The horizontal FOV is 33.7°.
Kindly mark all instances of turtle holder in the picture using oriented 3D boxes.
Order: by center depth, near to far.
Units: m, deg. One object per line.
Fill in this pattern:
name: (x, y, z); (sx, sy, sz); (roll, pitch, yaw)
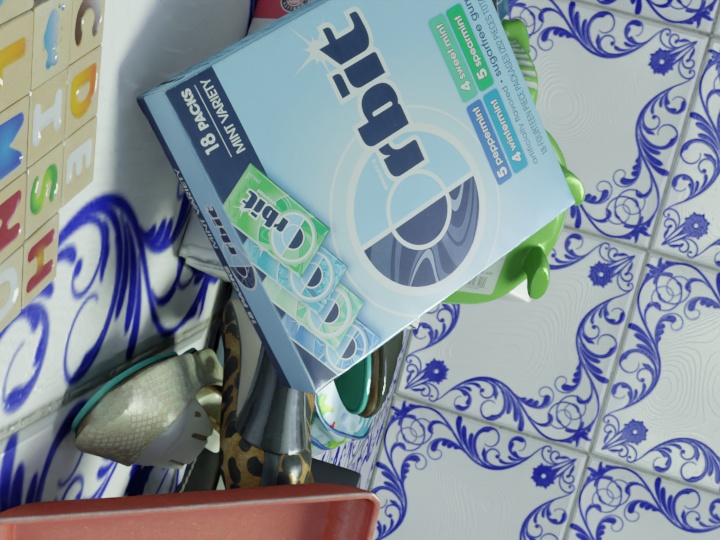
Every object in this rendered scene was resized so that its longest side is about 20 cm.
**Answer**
turtle holder: (0.073, -0.075, 0.863); (0.132, 0.139, 0.188); (-114, -173, -56)

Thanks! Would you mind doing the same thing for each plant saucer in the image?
plant saucer: (-0.102, 0.189, 0.629); (0.037, 0.197, 0.202); (-118, -146, -53)

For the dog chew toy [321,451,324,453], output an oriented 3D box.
dog chew toy: (-0.043, 0.101, 1.089); (0.201, 0.123, 0.125); (110, 2, -48)

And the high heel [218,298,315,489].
high heel: (-0.061, 0.091, 0.731); (0.200, 0.070, 0.145); (135, -35, -79)

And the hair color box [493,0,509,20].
hair color box: (0.043, -0.266, 0.796); (0.061, 0.098, 0.203); (-54, 140, -66)

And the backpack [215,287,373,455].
backpack: (-0.039, 0.039, 0.919); (0.202, 0.152, 0.163); (-60, 155, -5)

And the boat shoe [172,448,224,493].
boat shoe: (-0.134, 0.194, 0.767); (0.072, 0.060, 0.204); (115, -6, -61)

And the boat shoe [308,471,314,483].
boat shoe: (-0.072, 0.206, 1.036); (0.202, 0.064, 0.071); (62, 25, -15)

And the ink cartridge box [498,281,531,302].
ink cartridge box: (0.060, -0.035, 1.131); (0.199, 0.145, 0.084); (4, -107, 59)

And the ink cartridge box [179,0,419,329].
ink cartridge box: (-0.012, -0.079, 0.743); (0.085, 0.144, 0.203); (30, 75, -55)

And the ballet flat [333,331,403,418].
ballet flat: (0.000, 0.000, 0.805); (0.068, 0.067, 0.203); (-47, -126, 51)

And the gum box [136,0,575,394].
gum box: (0.006, -0.062, 0.637); (0.199, 0.172, 0.044); (-33, -163, -24)

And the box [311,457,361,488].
box: (-0.085, 0.321, 1.187); (0.200, 0.121, 0.201); (97, 11, -45)

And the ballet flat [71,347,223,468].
ballet flat: (-0.105, 0.083, 0.699); (0.068, 0.062, 0.200); (-47, 176, 8)

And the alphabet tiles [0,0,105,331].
alphabet tiles: (-0.134, -0.062, 0.446); (0.168, 0.007, 0.203); (-63, 166, -60)
